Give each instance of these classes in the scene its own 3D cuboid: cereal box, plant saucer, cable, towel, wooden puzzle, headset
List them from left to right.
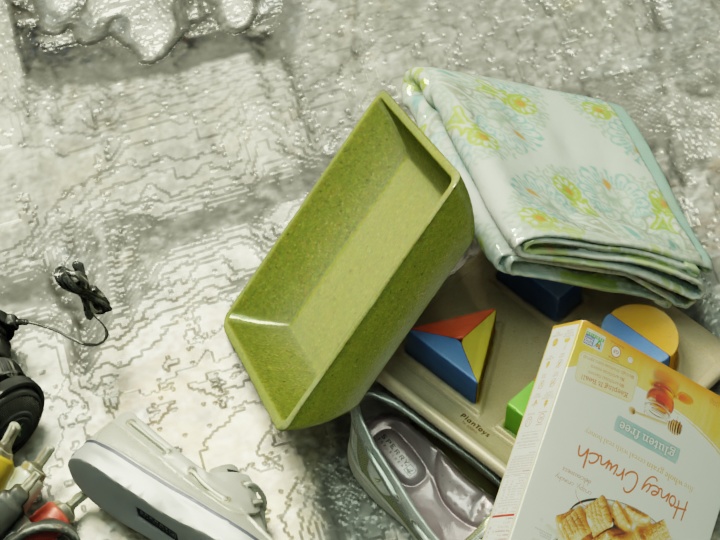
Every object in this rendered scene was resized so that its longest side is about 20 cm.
[{"bbox_3d":[-0.262,0.200,1.791,0.097,0.050,0.200,45,87,-6],"label":"cable"},{"bbox_3d":[-0.261,0.063,1.830,0.200,0.094,0.124,-28,61,4],"label":"headset"},{"bbox_3d":[0.000,0.000,1.783,0.200,0.048,0.200,-55,22,9],"label":"plant saucer"},{"bbox_3d":[0.126,0.051,1.792,0.185,0.046,0.200,37,55,24],"label":"wooden puzzle"},{"bbox_3d":[0.133,-0.060,1.814,0.171,0.048,0.200,12,35,-32],"label":"towel"},{"bbox_3d":[0.155,0.151,1.703,0.144,0.040,0.200,28,69,-25],"label":"cereal box"}]

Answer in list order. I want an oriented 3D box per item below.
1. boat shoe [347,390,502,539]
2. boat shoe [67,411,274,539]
[{"bbox_3d":[0.066,0.155,1.755,0.074,0.065,0.202,-38,64,-15],"label":"boat shoe"},{"bbox_3d":[-0.095,0.157,1.773,0.200,0.071,0.070,30,59,22],"label":"boat shoe"}]
